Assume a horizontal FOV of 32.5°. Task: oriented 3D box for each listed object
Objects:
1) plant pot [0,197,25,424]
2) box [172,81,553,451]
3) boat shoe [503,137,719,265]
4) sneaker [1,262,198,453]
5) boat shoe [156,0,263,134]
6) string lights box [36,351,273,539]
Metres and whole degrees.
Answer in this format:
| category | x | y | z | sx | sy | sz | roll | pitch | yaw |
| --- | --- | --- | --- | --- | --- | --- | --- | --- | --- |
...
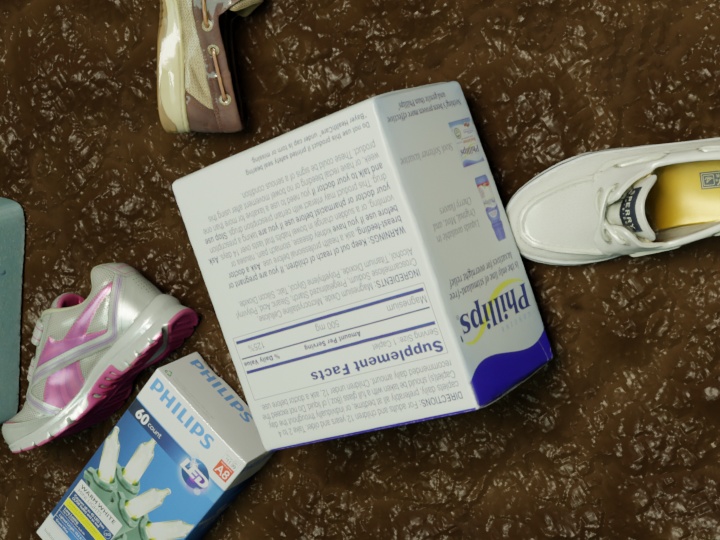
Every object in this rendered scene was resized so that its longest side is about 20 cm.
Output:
| category | x | y | z | sx | sy | sz | roll | pitch | yaw |
| --- | --- | --- | --- | --- | --- | --- | --- | --- | --- |
| plant pot | -0.414 | 0.037 | 0.993 | 0.195 | 0.200 | 0.197 | 13 | 106 | 24 |
| box | 0.000 | 0.000 | 0.822 | 0.184 | 0.105 | 0.200 | -17 | 93 | 38 |
| boat shoe | 0.173 | -0.041 | 0.761 | 0.200 | 0.070 | 0.071 | -8 | 97 | 29 |
| sneaker | -0.220 | 0.066 | 0.977 | 0.200 | 0.081 | 0.088 | -42 | 80 | 19 |
| boat shoe | -0.103 | -0.195 | 0.871 | 0.072 | 0.072 | 0.201 | 4 | 98 | 4 |
| string lights box | -0.161 | 0.172 | 0.978 | 0.103 | 0.059 | 0.200 | 44 | 116 | 12 |
